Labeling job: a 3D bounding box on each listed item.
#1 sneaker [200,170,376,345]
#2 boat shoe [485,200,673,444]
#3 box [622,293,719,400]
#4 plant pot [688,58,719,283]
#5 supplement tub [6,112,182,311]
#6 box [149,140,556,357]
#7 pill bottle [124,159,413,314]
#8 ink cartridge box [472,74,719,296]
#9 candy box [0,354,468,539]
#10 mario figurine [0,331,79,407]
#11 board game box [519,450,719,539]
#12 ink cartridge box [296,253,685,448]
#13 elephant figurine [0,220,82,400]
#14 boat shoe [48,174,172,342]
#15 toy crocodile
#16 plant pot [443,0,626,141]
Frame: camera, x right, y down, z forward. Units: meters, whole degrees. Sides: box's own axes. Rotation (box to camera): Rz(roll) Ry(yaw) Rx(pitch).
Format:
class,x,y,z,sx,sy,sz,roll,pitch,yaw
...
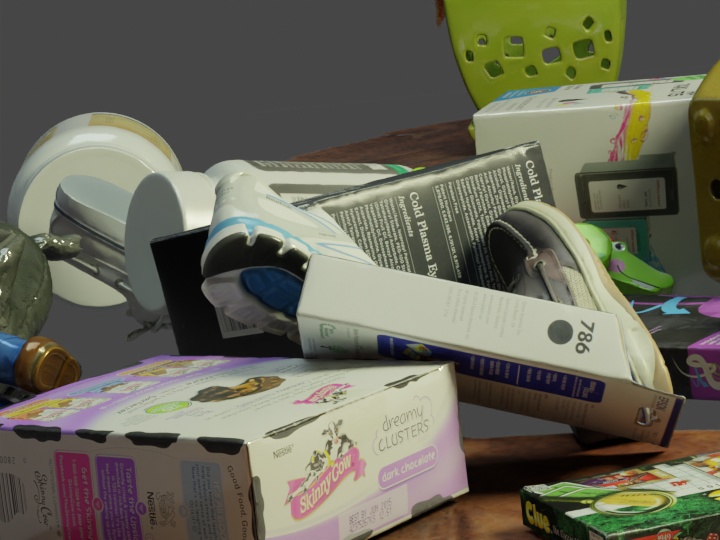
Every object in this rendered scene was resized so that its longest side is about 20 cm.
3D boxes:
class,x,y,z,sx,sy,sz,roll,pitch,yaw
sneaker,-0.011,0.010,1.351,0.075,0.200,0.087,-32,39,21
boat shoe,0.108,0.028,1.360,0.064,0.072,0.200,-17,39,-14
box,0.176,0.043,1.459,0.199,0.036,0.143,-1,10,39
plant pot,0.317,-0.064,1.529,0.199,0.197,0.194,-14,11,-33
supplement tub,-0.208,-0.047,1.939,0.143,0.146,0.200,-7,9,-4
box,0.000,0.000,1.511,0.181,0.105,0.200,-17,4,-30
pill bottle,-0.053,-0.019,1.664,0.199,0.114,0.113,1,4,-31
ink cartridge box,0.193,-0.054,1.699,0.198,0.147,0.147,-4,10,13
candy box,-0.074,0.093,1.205,0.199,0.072,0.167,0,11,38
mario figurine,-0.267,0.051,1.391,0.199,0.106,0.124,19,60,26
board game box,0.184,0.103,1.129,0.198,0.024,0.105,-9,12,-18
ink cartridge box,0.068,0.042,1.242,0.198,0.040,0.100,13,-18,5
elephant figurine,-0.245,0.044,1.540,0.141,0.156,0.200,26,5,-27
boat shoe,-0.145,0.014,1.753,0.201,0.087,0.075,28,26,15
toy crocodile,0.113,-0.013,1.617,0.199,0.068,0.062,17,48,15
plant pot,0.202,-0.233,2.706,0.198,0.183,0.199,-5,10,8
